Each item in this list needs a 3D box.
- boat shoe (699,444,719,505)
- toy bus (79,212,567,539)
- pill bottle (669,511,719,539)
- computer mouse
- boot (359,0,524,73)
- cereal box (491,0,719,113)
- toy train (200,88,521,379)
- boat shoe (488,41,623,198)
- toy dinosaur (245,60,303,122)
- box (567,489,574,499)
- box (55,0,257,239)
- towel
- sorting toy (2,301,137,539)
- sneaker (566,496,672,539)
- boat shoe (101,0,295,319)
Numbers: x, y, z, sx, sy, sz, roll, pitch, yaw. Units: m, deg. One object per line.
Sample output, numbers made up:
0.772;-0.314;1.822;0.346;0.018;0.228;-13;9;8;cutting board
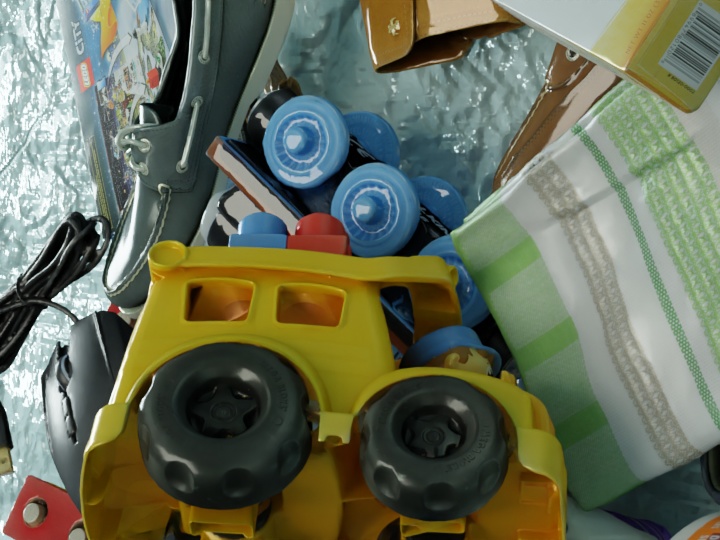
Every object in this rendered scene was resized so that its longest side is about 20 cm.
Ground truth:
0.175;0.001;0.895;0.075;0.062;0.200;25;113;48;boat shoe
-0.007;0.051;0.948;0.136;0.199;0.192;87;-172;-50;toy bus
0.208;0.150;0.821;0.200;0.114;0.114;-6;88;52;pill bottle
-0.155;0.081;1.113;0.140;0.046;0.200;-41;62;32;computer mouse
0.003;-0.171;1.097;0.201;0.071;0.144;-3;87;48;boot
0.122;-0.150;0.872;0.144;0.039;0.200;-58;21;6;cereal box
0.000;0.000;1.064;0.200;0.087;0.114;44;105;23;toy train
0.121;-0.090;0.961;0.200;0.072;0.068;-47;52;33;boat shoe
-0.034;-0.041;1.186;0.106;0.060;0.201;-164;68;-83;toy dinosaur
0.084;0.100;1.040;0.200;0.041;0.039;-46;57;45;box
-0.124;-0.134;1.294;0.137;0.038;0.200;-26;72;50;box
0.121;-0.001;0.883;0.200;0.031;0.149;-40;67;45;towel
-0.084;0.113;1.138;0.199;0.070;0.200;20;81;37;sorting toy
0.072;0.165;1.024;0.200;0.083;0.081;-31;59;48;sneaker
-0.100;-0.074;1.135;0.073;0.062;0.200;34;102;58;boat shoe
